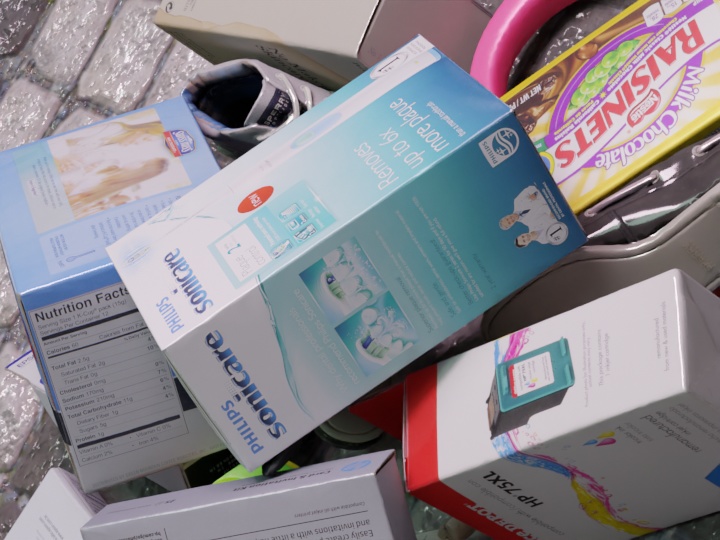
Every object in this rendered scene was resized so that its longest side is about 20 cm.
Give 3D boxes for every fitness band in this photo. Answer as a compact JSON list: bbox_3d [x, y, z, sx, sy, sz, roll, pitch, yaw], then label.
[{"bbox_3d":[0.136,-0.101,1.236,0.144,0.037,0.200,-50,42,9],"label":"fitness band"}]

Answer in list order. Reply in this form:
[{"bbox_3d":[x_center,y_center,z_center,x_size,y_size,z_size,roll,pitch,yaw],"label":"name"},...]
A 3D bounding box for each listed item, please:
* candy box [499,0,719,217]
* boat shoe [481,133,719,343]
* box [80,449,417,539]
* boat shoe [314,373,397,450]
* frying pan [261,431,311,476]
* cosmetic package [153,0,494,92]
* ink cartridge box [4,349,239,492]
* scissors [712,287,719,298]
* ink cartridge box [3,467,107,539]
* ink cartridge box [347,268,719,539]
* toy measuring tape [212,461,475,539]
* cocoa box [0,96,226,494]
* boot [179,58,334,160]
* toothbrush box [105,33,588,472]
[{"bbox_3d":[0.128,-0.078,1.184,0.200,0.026,0.102,-35,48,21],"label":"candy box"},{"bbox_3d":[0.150,-0.015,1.128,0.200,0.067,0.057,-30,24,24],"label":"boat shoe"},{"bbox_3d":[-0.033,0.198,1.091,0.156,0.041,0.201,-12,100,19],"label":"box"},{"bbox_3d":[0.000,0.000,1.263,0.057,0.067,0.201,130,148,-78],"label":"boat shoe"},{"bbox_3d":[0.010,0.034,1.146,0.115,0.031,0.190,-33,21,18],"label":"frying pan"},{"bbox_3d":[-0.020,-0.147,1.369,0.200,0.103,0.073,16,78,50],"label":"cosmetic package"},{"bbox_3d":[-0.120,0.071,1.349,0.095,0.037,0.200,-34,35,-26],"label":"ink cartridge box"},{"bbox_3d":[0.104,0.038,1.201,0.200,0.014,0.073,-5,65,45],"label":"scissors"},{"bbox_3d":[-0.189,0.240,1.326,0.200,0.041,0.200,-55,33,2],"label":"ink cartridge box"},{"bbox_3d":[0.102,0.080,1.094,0.200,0.116,0.067,-24,51,34],"label":"ink cartridge box"},{"bbox_3d":[-0.026,0.128,1.218,0.200,0.073,0.074,-18,54,43],"label":"toy measuring tape"},{"bbox_3d":[-0.127,0.007,1.289,0.133,0.132,0.200,-18,28,-7],"label":"cocoa box"},{"bbox_3d":[-0.026,-0.074,1.333,0.200,0.096,0.074,11,74,48],"label":"boot"},{"bbox_3d":[-0.011,-0.012,1.122,0.200,0.085,0.146,-35,26,-1],"label":"toothbrush box"}]
